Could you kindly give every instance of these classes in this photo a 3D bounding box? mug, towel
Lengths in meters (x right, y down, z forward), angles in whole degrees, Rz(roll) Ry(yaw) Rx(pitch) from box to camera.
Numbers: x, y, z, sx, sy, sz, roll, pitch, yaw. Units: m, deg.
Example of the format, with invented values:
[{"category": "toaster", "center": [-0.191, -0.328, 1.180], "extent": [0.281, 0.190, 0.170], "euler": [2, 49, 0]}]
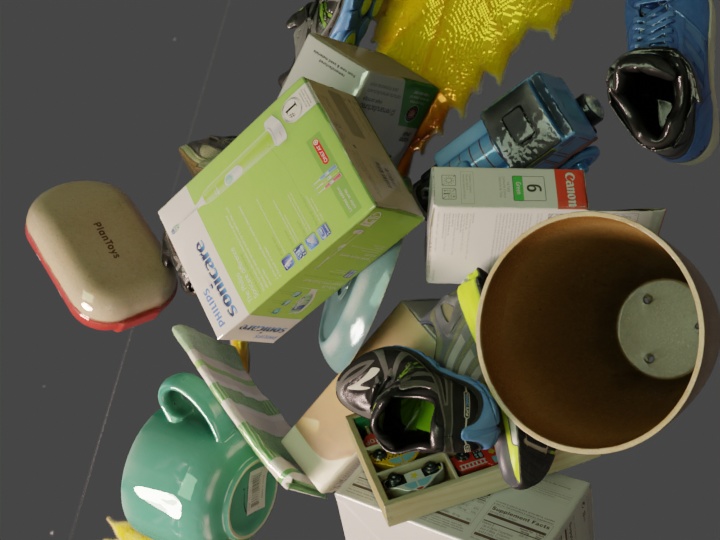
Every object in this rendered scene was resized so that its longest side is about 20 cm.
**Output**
[{"category": "mug", "center": [-0.162, 0.213, 1.294], "extent": [0.114, 0.185, 0.152], "euler": [15, 65, 29]}, {"category": "towel", "center": [-0.107, 0.146, 1.284], "extent": [0.023, 0.153, 0.200], "euler": [-39, 69, 4]}]

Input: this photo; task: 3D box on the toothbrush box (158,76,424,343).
[{"category": "toothbrush box", "center": [-0.066, -0.050, 1.119], "extent": [0.200, 0.086, 0.146], "euler": [-39, 65, 23]}]

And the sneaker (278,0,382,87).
[{"category": "sneaker", "center": [-0.031, -0.262, 1.277], "extent": [0.083, 0.071, 0.200], "euler": [30, 108, 23]}]

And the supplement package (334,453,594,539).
[{"category": "supplement package", "center": [0.099, 0.251, 1.131], "extent": [0.200, 0.111, 0.156], "euler": [15, 132, 32]}]

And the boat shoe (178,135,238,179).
[{"category": "boat shoe", "center": [-0.142, -0.109, 1.322], "extent": [0.066, 0.201, 0.072], "euler": [-33, 108, -8]}]

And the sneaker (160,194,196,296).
[{"category": "sneaker", "center": [-0.142, -0.007, 1.349], "extent": [0.200, 0.071, 0.098], "euler": [25, 99, 32]}]

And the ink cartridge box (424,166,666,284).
[{"category": "ink cartridge box", "center": [0.159, -0.038, 1.109], "extent": [0.200, 0.109, 0.050], "euler": [0, 52, -1]}]

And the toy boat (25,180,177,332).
[{"category": "toy boat", "center": [-0.305, -0.004, 1.441], "extent": [0.200, 0.130, 0.131], "euler": [55, 144, 21]}]

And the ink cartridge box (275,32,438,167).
[{"category": "ink cartridge box", "center": [-0.029, -0.119, 1.237], "extent": [0.083, 0.147, 0.200], "euler": [36, 108, 25]}]

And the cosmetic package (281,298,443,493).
[{"category": "cosmetic package", "center": [0.025, 0.121, 1.223], "extent": [0.071, 0.105, 0.200], "euler": [48, 111, 22]}]

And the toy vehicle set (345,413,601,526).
[{"category": "toy vehicle set", "center": [0.098, 0.147, 1.117], "extent": [0.124, 0.200, 0.027], "euler": [-120, 16, -53]}]

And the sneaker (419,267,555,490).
[{"category": "sneaker", "center": [0.109, 0.100, 1.083], "extent": [0.081, 0.074, 0.200], "euler": [-33, 53, 28]}]

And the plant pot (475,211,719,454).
[{"category": "plant pot", "center": [0.224, 0.049, 1.040], "extent": [0.186, 0.200, 0.186], "euler": [0, 89, 33]}]

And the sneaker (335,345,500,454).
[{"category": "sneaker", "center": [0.034, 0.110, 1.060], "extent": [0.200, 0.083, 0.071], "euler": [14, 109, 57]}]

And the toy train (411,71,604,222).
[{"category": "toy train", "center": [0.130, -0.101, 1.154], "extent": [0.200, 0.114, 0.087], "euler": [-35, 71, 27]}]

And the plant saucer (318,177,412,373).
[{"category": "plant saucer", "center": [0.000, 0.000, 1.201], "extent": [0.027, 0.200, 0.200], "euler": [21, 103, -9]}]

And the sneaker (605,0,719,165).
[{"category": "sneaker", "center": [0.257, -0.193, 1.077], "extent": [0.077, 0.111, 0.200], "euler": [-8, 85, 32]}]
